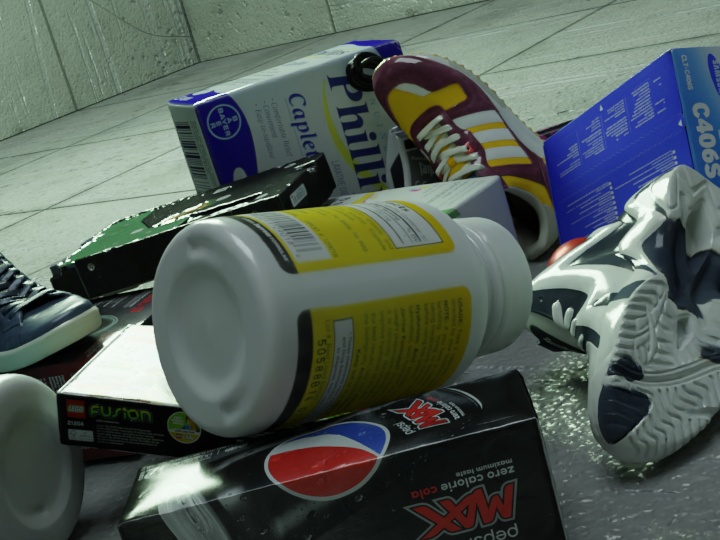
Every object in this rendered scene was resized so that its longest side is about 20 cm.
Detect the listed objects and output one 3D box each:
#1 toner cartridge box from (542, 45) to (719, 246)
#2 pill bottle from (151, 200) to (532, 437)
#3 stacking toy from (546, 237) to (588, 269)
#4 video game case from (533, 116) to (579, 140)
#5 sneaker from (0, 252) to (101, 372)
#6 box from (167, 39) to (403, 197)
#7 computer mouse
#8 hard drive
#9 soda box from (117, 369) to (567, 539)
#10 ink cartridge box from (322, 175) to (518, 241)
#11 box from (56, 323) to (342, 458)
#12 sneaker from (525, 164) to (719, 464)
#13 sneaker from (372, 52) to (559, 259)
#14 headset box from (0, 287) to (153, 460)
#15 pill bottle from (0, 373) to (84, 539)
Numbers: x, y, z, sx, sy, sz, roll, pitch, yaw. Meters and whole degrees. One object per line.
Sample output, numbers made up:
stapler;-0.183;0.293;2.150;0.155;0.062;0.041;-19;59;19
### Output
toner cartridge box;0.191;-0.074;0.865;0.043;0.095;0.200;-7;-9;-17
pill bottle;-0.002;0.019;0.680;0.200;0.112;0.111;-8;7;-40
stacking toy;0.205;-0.004;0.790;0.200;0.085;0.085;-12;15;38
video game case;0.158;-0.112;1.197;0.181;0.036;0.200;-19;4;-12
sneaker;-0.256;0.016;0.867;0.200;0.085;0.075;-1;22;44
box;-0.044;-0.095;1.133;0.200;0.184;0.105;-22;14;-18
computer mouse;0.050;-0.088;1.063;0.109;0.200;0.044;3;-22;-26
hard drive;-0.128;-0.032;0.980;0.200;0.038;0.140;-16;14;16
soda box;-0.008;0.111;0.600;0.200;0.071;0.063;-15;16;3
ink cartridge box;0.000;0.000;0.946;0.200;0.088;0.145;-6;18;40
box;-0.065;0.076;0.747;0.200;0.035;0.110;5;20;11
sneaker;0.139;0.040;0.710;0.130;0.079;0.199;-41;25;47
sneaker;0.087;-0.093;1.003;0.075;0.200;0.090;-50;6;44
headset box;-0.207;0.077;0.908;0.200;0.077;0.149;-11;16;22
pill bottle;-0.273;0.127;0.738;0.200;0.111;0.111;-10;17;21
